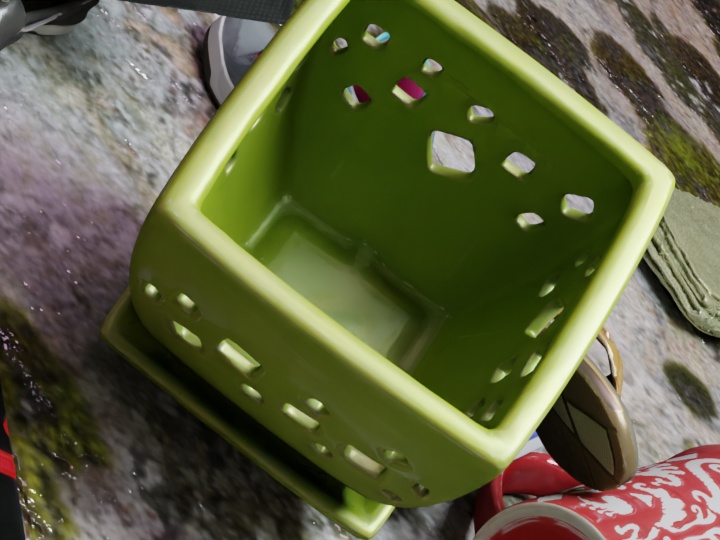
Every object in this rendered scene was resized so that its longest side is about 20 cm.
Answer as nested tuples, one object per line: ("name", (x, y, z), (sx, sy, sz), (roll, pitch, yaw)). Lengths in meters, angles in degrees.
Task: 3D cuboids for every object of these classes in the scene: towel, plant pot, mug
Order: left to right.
("plant pot", (0.000, 0.000, 1.166), (0.200, 0.182, 0.199), (38, 57, -4))
("mug", (0.132, 0.169, 1.311), (0.199, 0.177, 0.135), (-3, 91, -54))
("towel", (0.273, 0.001, 1.852), (0.199, 0.036, 0.149), (17, 38, -48))

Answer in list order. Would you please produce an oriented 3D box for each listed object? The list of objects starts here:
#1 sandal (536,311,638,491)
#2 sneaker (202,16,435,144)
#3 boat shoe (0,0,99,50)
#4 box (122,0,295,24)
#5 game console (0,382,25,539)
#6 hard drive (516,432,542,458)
("sandal", (0.108, 0.048, 1.294), (0.200, 0.054, 0.081), (-131, -155, -65))
("sneaker", (-0.019, -0.107, 1.427), (0.083, 0.121, 0.201), (20, 36, -46))
("boat shoe", (-0.191, -0.155, 1.293), (0.067, 0.057, 0.200), (50, 24, 4))
("box", (-0.153, -0.207, 1.325), (0.192, 0.048, 0.200), (8, 27, -34))
("game console", (-0.221, 0.058, 0.975), (0.199, 0.031, 0.177), (30, 25, -35))
("hard drive", (0.031, 0.062, 1.342), (0.132, 0.025, 0.200), (39, 21, 17))
